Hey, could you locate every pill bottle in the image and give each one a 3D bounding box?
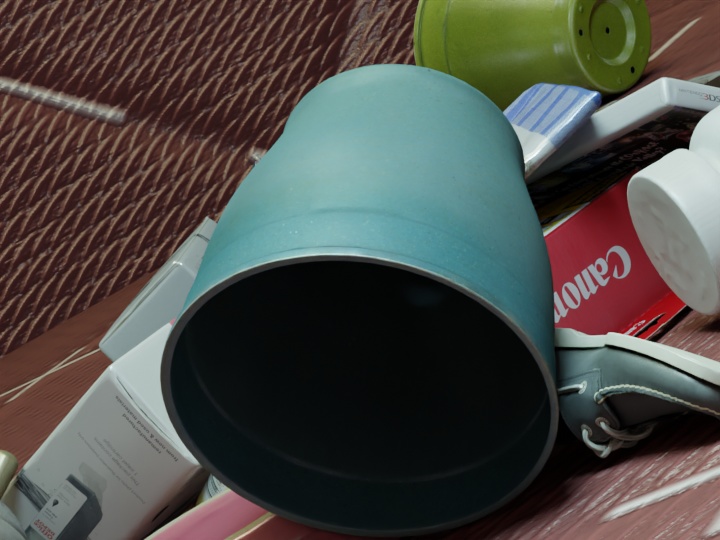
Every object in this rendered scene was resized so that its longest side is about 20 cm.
[{"bbox_3d":[0.257,-0.062,1.617,0.200,0.110,0.110,-30,7,-14],"label":"pill bottle"}]

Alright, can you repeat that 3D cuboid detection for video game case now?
[{"bbox_3d":[0.197,-0.067,1.807,0.181,0.023,0.200,8,-21,-35],"label":"video game case"}]

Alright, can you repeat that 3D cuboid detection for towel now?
[{"bbox_3d":[0.059,-0.044,1.743,0.200,0.024,0.147,-43,9,-1],"label":"towel"}]

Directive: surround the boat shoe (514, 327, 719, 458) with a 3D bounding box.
[{"bbox_3d":[0.135,0.068,1.448,0.200,0.073,0.062,5,76,66],"label":"boat shoe"}]

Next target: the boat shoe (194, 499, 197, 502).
[{"bbox_3d":[-0.121,0.131,1.981,0.068,0.072,0.200,-64,11,8],"label":"boat shoe"}]

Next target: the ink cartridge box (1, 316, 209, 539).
[{"bbox_3d":[-0.142,0.118,1.764,0.200,0.085,0.146,-46,-5,36],"label":"ink cartridge box"}]

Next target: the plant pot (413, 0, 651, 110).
[{"bbox_3d":[0.192,-0.240,2.971,0.192,0.201,0.200,-2,24,47],"label":"plant pot"}]

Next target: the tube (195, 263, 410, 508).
[{"bbox_3d":[-0.034,0.073,1.633,0.052,0.058,0.200,-76,11,-59],"label":"tube"}]

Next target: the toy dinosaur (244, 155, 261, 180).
[{"bbox_3d":[0.000,0.000,1.861,0.200,0.181,0.105,-141,68,-74],"label":"toy dinosaur"}]

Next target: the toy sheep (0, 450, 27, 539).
[{"bbox_3d":[-0.254,0.193,1.675,0.138,0.138,0.201,-19,45,54],"label":"toy sheep"}]

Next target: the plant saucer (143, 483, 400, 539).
[{"bbox_3d":[-0.068,0.157,1.553,0.200,0.051,0.201,-28,6,3],"label":"plant saucer"}]

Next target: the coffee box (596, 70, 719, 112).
[{"bbox_3d":[0.204,-0.079,2.078,0.114,0.080,0.200,-31,7,-19],"label":"coffee box"}]

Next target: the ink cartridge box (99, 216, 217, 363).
[{"bbox_3d":[-0.088,0.054,1.938,0.084,0.145,0.200,-46,4,9],"label":"ink cartridge box"}]

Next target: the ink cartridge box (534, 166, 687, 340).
[{"bbox_3d":[0.107,0.019,1.730,0.175,0.084,0.200,-22,9,42],"label":"ink cartridge box"}]

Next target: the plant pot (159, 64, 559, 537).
[{"bbox_3d":[0.010,0.001,1.475,0.200,0.200,0.188,-25,35,29],"label":"plant pot"}]
